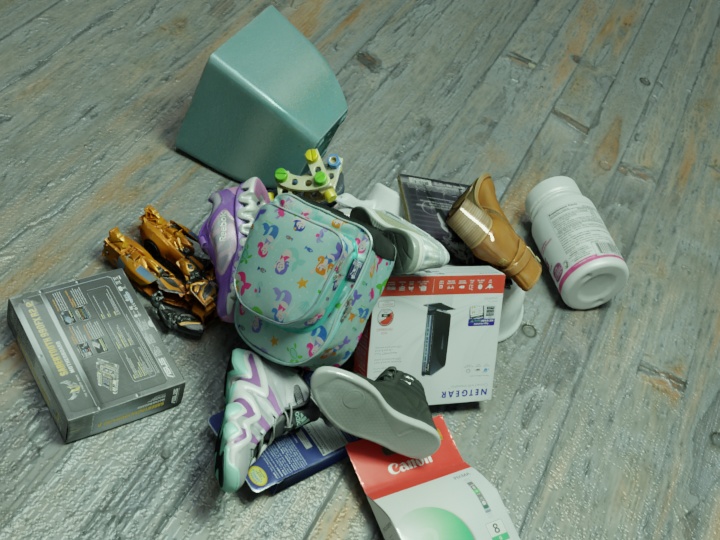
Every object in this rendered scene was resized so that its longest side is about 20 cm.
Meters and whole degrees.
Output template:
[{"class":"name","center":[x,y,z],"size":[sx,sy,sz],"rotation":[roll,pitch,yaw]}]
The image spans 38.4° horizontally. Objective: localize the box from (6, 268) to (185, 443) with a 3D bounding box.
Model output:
[{"class":"box","center":[-0.332,0.101,1.295],"size":[0.156,0.049,0.201],"rotation":[-17,57,-33]}]

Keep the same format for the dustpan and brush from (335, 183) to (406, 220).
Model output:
[{"class":"dustpan and brush","center":[0.034,-0.099,1.587],"size":[0.199,0.058,0.139],"rotation":[24,6,-44]}]

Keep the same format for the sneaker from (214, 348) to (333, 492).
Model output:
[{"class":"sneaker","center":[-0.100,0.184,1.247],"size":[0.137,0.078,0.202],"rotation":[12,45,-10]}]

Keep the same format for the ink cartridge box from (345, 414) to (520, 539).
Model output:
[{"class":"ink cartridge box","center":[0.090,0.279,1.283],"size":[0.159,0.050,0.202],"rotation":[-11,65,-31]}]

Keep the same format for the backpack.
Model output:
[{"class":"backpack","center":[-0.069,0.021,1.289],"size":[0.176,0.203,0.150],"rotation":[25,7,30]}]

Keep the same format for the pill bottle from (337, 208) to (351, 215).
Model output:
[{"class":"pill bottle","center":[0.000,0.000,1.479],"size":[0.102,0.106,0.201],"rotation":[0,38,-22]}]

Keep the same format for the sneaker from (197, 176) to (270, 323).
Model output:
[{"class":"sneaker","center":[-0.176,-0.026,1.380],"size":[0.087,0.081,0.204],"rotation":[-2,67,14]}]

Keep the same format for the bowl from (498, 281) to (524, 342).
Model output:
[{"class":"bowl","center":[0.172,0.005,1.566],"size":[0.197,0.091,0.203],"rotation":[12,45,-12]}]

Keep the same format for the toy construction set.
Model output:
[{"class":"toy construction set","center":[-0.076,-0.070,1.460],"size":[0.129,0.093,0.203],"rotation":[-11,57,3]}]

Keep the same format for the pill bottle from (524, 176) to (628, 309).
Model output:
[{"class":"pill bottle","center":[0.343,-0.048,1.670],"size":[0.111,0.114,0.202],"rotation":[0,48,-22]}]

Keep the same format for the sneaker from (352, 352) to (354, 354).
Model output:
[{"class":"sneaker","center":[-0.085,0.055,1.391],"size":[0.078,0.091,0.199],"rotation":[-32,56,-31]}]

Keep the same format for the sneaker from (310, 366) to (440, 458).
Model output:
[{"class":"sneaker","center":[0.013,0.156,1.296],"size":[0.198,0.071,0.100],"rotation":[32,25,-26]}]

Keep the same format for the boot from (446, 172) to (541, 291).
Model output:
[{"class":"boot","center":[0.202,-0.053,1.502],"size":[0.154,0.074,0.200],"rotation":[42,29,-4]}]

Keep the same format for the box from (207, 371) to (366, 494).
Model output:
[{"class":"box","center":[-0.087,0.204,1.312],"size":[0.198,0.033,0.122],"rotation":[-19,58,-36]}]

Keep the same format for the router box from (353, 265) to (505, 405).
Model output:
[{"class":"router box","center":[0.092,0.088,1.393],"size":[0.196,0.183,0.049],"rotation":[-2,15,-23]}]

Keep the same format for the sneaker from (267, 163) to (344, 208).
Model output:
[{"class":"sneaker","center":[-0.113,-0.087,1.559],"size":[0.197,0.082,0.071],"rotation":[-22,67,-10]}]

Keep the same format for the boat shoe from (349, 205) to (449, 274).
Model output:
[{"class":"boat shoe","center":[0.041,-0.038,1.369],"size":[0.064,0.076,0.201],"rotation":[5,9,-29]}]

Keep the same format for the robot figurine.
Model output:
[{"class":"robot figurine","center":[-0.250,0.002,1.415],"size":[0.199,0.059,0.145],"rotation":[36,46,13]}]

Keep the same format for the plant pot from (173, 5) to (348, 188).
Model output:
[{"class":"plant pot","center":[-0.137,-0.248,1.611],"size":[0.199,0.197,0.197],"rotation":[35,44,1]}]

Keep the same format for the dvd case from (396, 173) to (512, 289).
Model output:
[{"class":"dvd case","center":[0.138,-0.059,1.533],"size":[0.146,0.016,0.202],"rotation":[8,46,-20]}]
